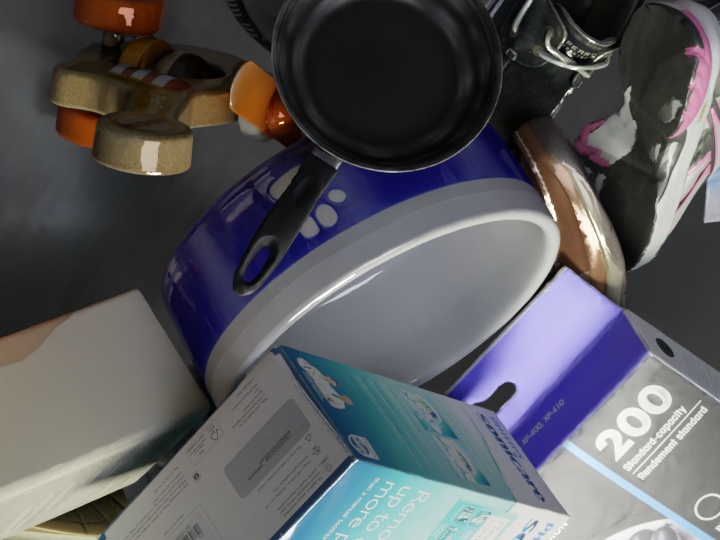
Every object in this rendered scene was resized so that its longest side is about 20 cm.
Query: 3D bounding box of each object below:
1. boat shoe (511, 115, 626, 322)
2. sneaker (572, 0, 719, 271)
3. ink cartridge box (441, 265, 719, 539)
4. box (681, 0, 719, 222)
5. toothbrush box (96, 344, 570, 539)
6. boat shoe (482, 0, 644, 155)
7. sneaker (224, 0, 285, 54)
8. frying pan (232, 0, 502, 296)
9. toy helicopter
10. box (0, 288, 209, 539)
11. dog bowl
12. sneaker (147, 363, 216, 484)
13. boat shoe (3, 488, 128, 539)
[{"bbox_3d":[0.105,0.001,1.531,0.072,0.076,0.200,-20,132,-4],"label":"boat shoe"},{"bbox_3d":[0.180,-0.074,1.508,0.086,0.080,0.200,-18,154,-24],"label":"sneaker"},{"bbox_3d":[0.123,0.124,1.539,0.200,0.043,0.198,34,108,-24],"label":"ink cartridge box"},{"bbox_3d":[0.242,-0.133,1.567,0.122,0.048,0.201,-6,112,-21],"label":"box"},{"bbox_3d":[-0.011,0.132,1.427,0.146,0.085,0.200,-47,147,16],"label":"toothbrush box"},{"bbox_3d":[0.106,-0.135,1.493,0.072,0.071,0.200,19,103,-29],"label":"boat shoe"},{"bbox_3d":[-0.034,-0.160,1.396,0.075,0.115,0.200,-38,120,-5],"label":"sneaker"},{"bbox_3d":[0.007,-0.065,1.341,0.115,0.031,0.191,11,74,-7],"label":"frying pan"},{"bbox_3d":[-0.088,-0.078,1.354,0.132,0.200,0.079,11,107,-1],"label":"toy helicopter"},{"bbox_3d":[-0.184,0.087,1.391,0.200,0.078,0.095,-21,164,-44],"label":"box"},{"bbox_3d":[0.000,0.000,1.436,0.200,0.079,0.200,-26,159,-11],"label":"dog bowl"},{"bbox_3d":[-0.064,0.124,1.532,0.082,0.075,0.200,-31,130,-20],"label":"sneaker"},{"bbox_3d":[-0.223,0.127,1.454,0.200,0.072,0.066,11,128,-26],"label":"boat shoe"}]
